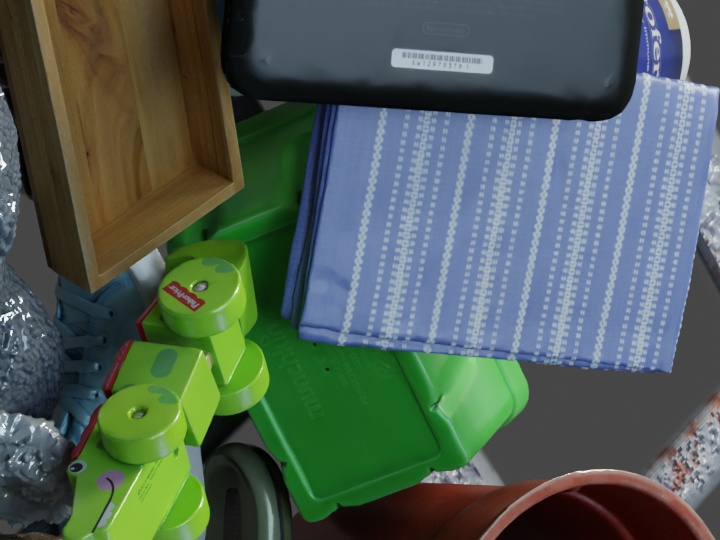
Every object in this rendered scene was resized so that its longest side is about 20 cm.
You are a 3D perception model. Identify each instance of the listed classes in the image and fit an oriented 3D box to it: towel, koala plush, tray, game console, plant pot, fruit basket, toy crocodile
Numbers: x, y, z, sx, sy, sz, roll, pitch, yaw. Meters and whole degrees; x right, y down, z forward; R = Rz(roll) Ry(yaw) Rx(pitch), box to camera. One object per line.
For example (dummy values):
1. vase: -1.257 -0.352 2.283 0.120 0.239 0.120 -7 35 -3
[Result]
1. towel: 0.067 -0.029 1.249 0.199 0.024 0.146 7 97 -20
2. koala plush: -0.195 0.021 1.162 0.183 0.178 0.200 -34 135 1
3. tray: -0.110 -0.099 1.175 0.098 0.037 0.201 -36 136 -31
4. game console: 0.024 -0.166 1.226 0.199 0.116 0.177 2 99 -20
5. plant pot: 0.055 0.190 1.345 0.200 0.195 0.202 -2 94 -35
6. fruit basket: 0.000 0.000 1.353 0.216 0.155 0.217 -21 90 -75
7. toy crocodile: -0.089 0.058 1.174 0.068 0.061 0.201 75 29 -43

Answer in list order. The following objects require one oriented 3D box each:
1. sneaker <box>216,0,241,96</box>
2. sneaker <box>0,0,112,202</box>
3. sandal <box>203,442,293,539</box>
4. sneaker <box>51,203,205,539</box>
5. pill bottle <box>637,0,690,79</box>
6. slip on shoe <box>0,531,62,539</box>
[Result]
1. sneaker: -0.013 -0.129 1.320 0.131 0.079 0.201 52 41 -30
2. sneaker: -0.176 -0.134 1.200 0.075 0.115 0.201 -28 132 -36
3. sandal: -0.073 0.188 1.329 0.057 0.080 0.203 2 82 -40
4. sneaker: -0.127 0.063 1.274 0.082 0.074 0.201 -22 111 -36
5. pill bottle: 0.102 -0.110 1.367 0.200 0.115 0.117 -18 106 -69
6. slip on shoe: -0.133 0.145 1.183 0.060 0.200 0.076 -32 77 7
